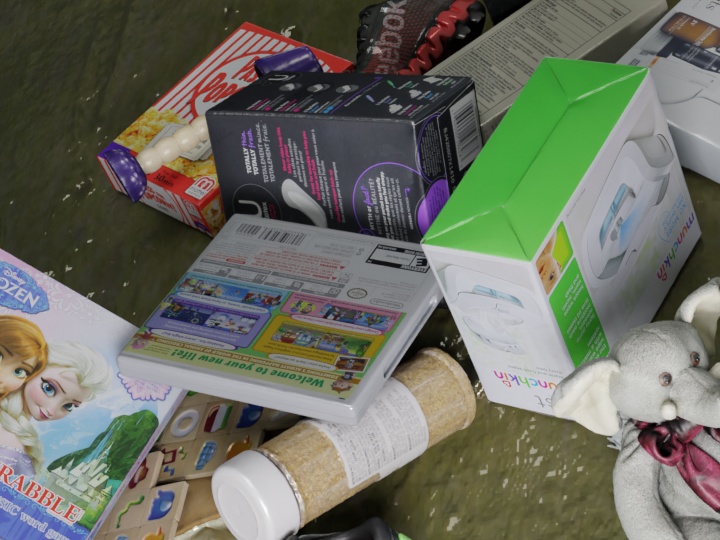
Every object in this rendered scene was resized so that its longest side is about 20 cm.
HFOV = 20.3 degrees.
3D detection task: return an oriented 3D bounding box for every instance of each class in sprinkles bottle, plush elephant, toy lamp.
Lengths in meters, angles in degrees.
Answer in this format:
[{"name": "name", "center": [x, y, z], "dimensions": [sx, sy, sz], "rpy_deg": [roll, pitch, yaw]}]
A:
[{"name": "sprinkles bottle", "center": [-0.009, 0.125, 1.426], "dimensions": [0.200, 0.068, 0.068], "rpy_deg": [-29, 37, -31]}, {"name": "plush elephant", "center": [0.218, 0.098, 1.316], "dimensions": [0.165, 0.155, 0.200], "rpy_deg": [-40, 43, -17]}, {"name": "toy lamp", "center": [-0.122, -0.129, 1.732], "dimensions": [0.200, 0.058, 0.058], "rpy_deg": [-32, 41, -5]}]

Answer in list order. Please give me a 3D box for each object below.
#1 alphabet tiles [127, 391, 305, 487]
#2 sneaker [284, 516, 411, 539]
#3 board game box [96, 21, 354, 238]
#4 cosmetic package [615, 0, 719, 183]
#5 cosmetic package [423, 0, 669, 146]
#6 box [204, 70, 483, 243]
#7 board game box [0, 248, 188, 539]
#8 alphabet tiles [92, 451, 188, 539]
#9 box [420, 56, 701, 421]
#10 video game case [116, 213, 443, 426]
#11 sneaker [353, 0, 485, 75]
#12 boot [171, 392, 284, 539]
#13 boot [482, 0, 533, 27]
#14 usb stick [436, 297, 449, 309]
[{"name": "alphabet tiles", "center": [-0.109, 0.088, 1.522], "dimensions": [0.200, 0.006, 0.167], "rpy_deg": [-12, 45, 35]}, {"name": "sneaker", "center": [-0.057, 0.222, 1.376], "dimensions": [0.200, 0.084, 0.077], "rpy_deg": [-27, 43, -2]}, {"name": "board game box", "center": [-0.115, -0.129, 1.804], "dimensions": [0.151, 0.046, 0.200], "rpy_deg": [25, 61, 41]}, {"name": "cosmetic package", "center": [0.309, -0.166, 1.620], "dimensions": [0.151, 0.052, 0.200], "rpy_deg": [32, 65, 34]}, {"name": "cosmetic package", "center": [0.159, -0.169, 1.691], "dimensions": [0.200, 0.071, 0.105], "rpy_deg": [-34, 42, -10]}, {"name": "box", "center": [-0.009, -0.088, 1.629], "dimensions": [0.200, 0.122, 0.106], "rpy_deg": [6, 27, 31]}, {"name": "board game box", "center": [-0.253, 0.101, 1.473], "dimensions": [0.200, 0.041, 0.200], "rpy_deg": [29, 59, 2]}, {"name": "alphabet tiles", "center": [-0.205, 0.225, 1.463], "dimensions": [0.167, 0.008, 0.200], "rpy_deg": [-16, 44, 32]}, {"name": "box", "center": [0.149, -0.023, 1.462], "dimensions": [0.097, 0.177, 0.200], "rpy_deg": [11, 52, 35]}, {"name": "video game case", "center": [-0.051, 0.032, 1.482], "dimensions": [0.200, 0.022, 0.182], "rpy_deg": [10, 43, 26]}, {"name": "sneaker", "center": [0.023, -0.179, 1.755], "dimensions": [0.098, 0.071, 0.200], "rpy_deg": [30, 60, 18]}, {"name": "boot", "center": [-0.065, 0.114, 1.515], "dimensions": [0.175, 0.066, 0.200], "rpy_deg": [-25, 38, 19]}, {"name": "boot", "center": [0.125, -0.304, 1.764], "dimensions": [0.073, 0.198, 0.163], "rpy_deg": [-13, 48, 10]}, {"name": "usb stick", "center": [0.000, 0.000, 1.622], "dimensions": [0.200, 0.033, 0.055], "rpy_deg": [6, 48, 31]}]
